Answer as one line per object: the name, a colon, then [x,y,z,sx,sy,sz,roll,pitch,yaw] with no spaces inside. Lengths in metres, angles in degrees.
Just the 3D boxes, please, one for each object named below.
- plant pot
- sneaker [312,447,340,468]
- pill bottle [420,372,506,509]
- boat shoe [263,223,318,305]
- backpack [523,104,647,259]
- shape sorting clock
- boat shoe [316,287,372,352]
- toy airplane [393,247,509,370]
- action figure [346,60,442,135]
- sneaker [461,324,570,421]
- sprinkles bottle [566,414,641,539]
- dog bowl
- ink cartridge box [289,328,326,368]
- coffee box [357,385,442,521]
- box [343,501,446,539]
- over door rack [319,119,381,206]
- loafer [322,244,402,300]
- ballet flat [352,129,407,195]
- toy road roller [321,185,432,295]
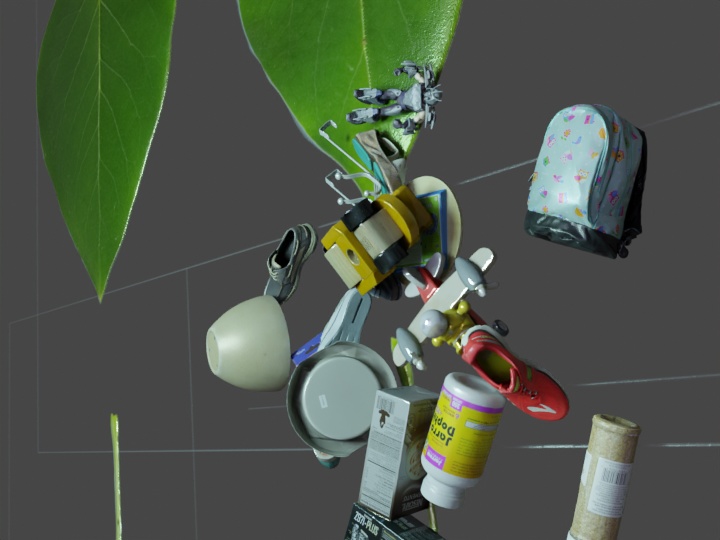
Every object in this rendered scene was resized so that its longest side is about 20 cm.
plant pot: [-0.243,0.159,1.510,0.200,0.133,0.203,22,115,60]
sneaker: [-0.073,0.290,1.422,0.080,0.070,0.202,85,178,-52]
pill bottle: [0.160,0.276,1.179,0.104,0.103,0.203,24,103,42]
boat shoe: [-0.164,-0.014,1.534,0.074,0.073,0.202,42,114,37]
backpack: [0.324,-0.132,1.045,0.166,0.126,0.203,22,98,46]
shape sorting clock: [0.111,-0.066,1.300,0.199,0.039,0.203,2,92,52]
boat shoe: [-0.036,0.128,1.392,0.202,0.073,0.067,-62,17,-8]
toy airplane: [0.132,0.065,1.173,0.197,0.141,0.203,1,98,33]
action figure: [0.070,-0.311,1.344,0.198,0.069,0.132,0,81,40]
sneaker: [0.227,0.167,1.084,0.199,0.085,0.077,36,108,-5]
sprinkles bottle: [0.342,0.309,1.027,0.068,0.068,0.203,15,96,43]
dog bowl: [-0.034,0.229,1.311,0.059,0.197,0.203,124,144,-81]
ink cartridge box: [-0.056,0.201,1.407,0.094,0.037,0.200,-35,53,-8]
coffee box: [0.073,0.309,1.253,0.079,0.114,0.203,13,96,41]
box: [0.061,0.518,1.262,0.199,0.085,0.166,22,101,42]
over door rack: [-0.026,-0.159,1.372,0.201,0.066,0.149,55,163,31]
loafer: [0.000,0.000,1.374,0.200,0.062,0.073,44,140,40]
ballet flat: [0.047,-0.197,1.346,0.066,0.068,0.201,-22,54,-7]
toy road roller: [0.035,-0.060,1.256,0.123,0.145,0.200,52,151,2]
